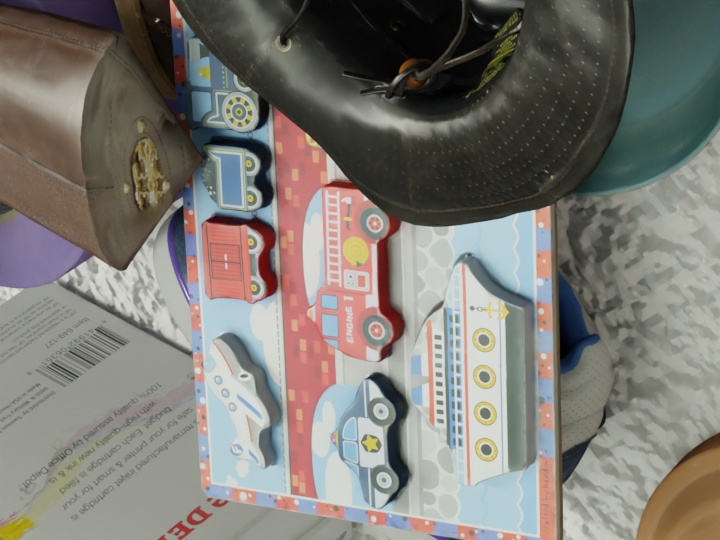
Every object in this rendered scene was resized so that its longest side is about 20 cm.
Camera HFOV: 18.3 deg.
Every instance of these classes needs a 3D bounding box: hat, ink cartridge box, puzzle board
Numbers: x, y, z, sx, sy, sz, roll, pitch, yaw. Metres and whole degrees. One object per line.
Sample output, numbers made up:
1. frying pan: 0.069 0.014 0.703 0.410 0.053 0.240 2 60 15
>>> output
1. hat: 0.023 -0.117 0.713 0.201 0.081 0.201 28 137 30
2. ink cartridge box: -0.123 0.129 1.045 0.200 0.147 0.145 27 135 31
3. puzzle board: 0.000 0.000 0.813 0.151 0.017 0.200 6 109 28

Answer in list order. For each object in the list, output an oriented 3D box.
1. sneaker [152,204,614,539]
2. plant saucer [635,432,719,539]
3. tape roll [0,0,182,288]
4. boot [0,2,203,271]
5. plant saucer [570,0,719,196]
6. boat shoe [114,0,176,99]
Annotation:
1. sneaker: 0.015 0.006 0.874 0.200 0.081 0.146 47 131 18
2. plant saucer: 0.185 0.148 0.834 0.200 0.032 0.200 27 134 31
3. tape roll: -0.154 -0.099 0.953 0.200 0.085 0.200 27 134 31
4. boot: -0.146 -0.029 0.882 0.200 0.064 0.187 21 132 32
5. plant saucer: 0.055 -0.120 0.764 0.200 0.027 0.200 27 135 31
6. boat shoe: -0.070 -0.155 0.837 0.070 0.070 0.200 3 127 40
